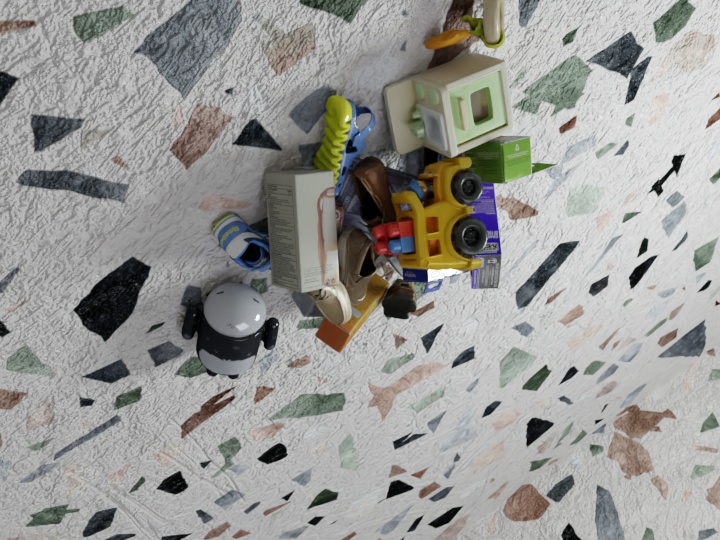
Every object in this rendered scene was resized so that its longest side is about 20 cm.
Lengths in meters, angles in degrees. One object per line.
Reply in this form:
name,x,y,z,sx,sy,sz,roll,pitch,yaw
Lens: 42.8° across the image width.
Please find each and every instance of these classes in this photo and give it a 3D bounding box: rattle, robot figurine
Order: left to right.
robot figurine,-0.247,0.115,1.748,0.149,0.125,0.202,-23,145,-38
rattle,0.183,-0.476,1.530,0.130,0.141,0.202,-51,143,-41

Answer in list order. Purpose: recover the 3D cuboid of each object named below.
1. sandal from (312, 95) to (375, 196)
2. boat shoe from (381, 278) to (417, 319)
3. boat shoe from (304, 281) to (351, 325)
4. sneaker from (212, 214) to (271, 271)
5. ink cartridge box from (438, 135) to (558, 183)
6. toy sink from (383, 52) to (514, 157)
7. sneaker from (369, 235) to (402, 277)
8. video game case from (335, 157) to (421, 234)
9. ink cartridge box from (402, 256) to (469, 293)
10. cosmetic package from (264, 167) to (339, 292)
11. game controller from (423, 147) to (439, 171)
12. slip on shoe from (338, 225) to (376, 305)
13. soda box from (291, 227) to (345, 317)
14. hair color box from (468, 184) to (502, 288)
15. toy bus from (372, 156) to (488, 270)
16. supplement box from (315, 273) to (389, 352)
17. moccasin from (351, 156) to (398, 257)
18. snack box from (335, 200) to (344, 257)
sandal,-0.026,-0.213,1.603,0.086,0.080,0.201,-11,139,-31
boat shoe,0.084,0.053,1.978,0.075,0.075,0.200,12,167,-3
boat shoe,-0.081,0.028,1.729,0.071,0.065,0.202,-15,116,24
sneaker,-0.185,-0.031,1.667,0.074,0.082,0.199,-48,146,14
ink cartridge box,0.264,-0.221,1.749,0.199,0.146,0.077,-21,111,-45
toy sink,0.159,-0.284,1.622,0.198,0.112,0.132,-23,119,-19
sneaker,0.089,-0.063,1.888,0.104,0.076,0.200,-40,149,1
video game case,0.025,-0.132,1.725,0.197,0.019,0.144,15,124,-19
ink cartridge box,0.148,-0.055,1.840,0.135,0.076,0.203,-13,100,-42
cosmetic package,-0.101,-0.072,1.597,0.086,0.103,0.203,-11,106,-35
game controller,0.167,-0.242,1.776,0.103,0.042,0.201,-26,145,-17
slip on shoe,0.000,0.000,1.760,0.076,0.060,0.202,-47,150,-35
soda box,-0.059,0.000,1.833,0.068,0.064,0.201,2,129,-41
hair color box,0.254,-0.074,1.910,0.064,0.202,0.110,-3,141,2
toy bus,0.113,-0.095,1.638,0.189,0.135,0.203,-6,93,-19
supplement box,-0.013,0.078,1.880,0.200,0.068,0.067,-52,172,-49
moccasin,0.028,-0.105,1.675,0.078,0.073,0.203,-39,135,-27
snack box,-0.072,-0.043,1.739,0.071,0.024,0.202,10,123,7
